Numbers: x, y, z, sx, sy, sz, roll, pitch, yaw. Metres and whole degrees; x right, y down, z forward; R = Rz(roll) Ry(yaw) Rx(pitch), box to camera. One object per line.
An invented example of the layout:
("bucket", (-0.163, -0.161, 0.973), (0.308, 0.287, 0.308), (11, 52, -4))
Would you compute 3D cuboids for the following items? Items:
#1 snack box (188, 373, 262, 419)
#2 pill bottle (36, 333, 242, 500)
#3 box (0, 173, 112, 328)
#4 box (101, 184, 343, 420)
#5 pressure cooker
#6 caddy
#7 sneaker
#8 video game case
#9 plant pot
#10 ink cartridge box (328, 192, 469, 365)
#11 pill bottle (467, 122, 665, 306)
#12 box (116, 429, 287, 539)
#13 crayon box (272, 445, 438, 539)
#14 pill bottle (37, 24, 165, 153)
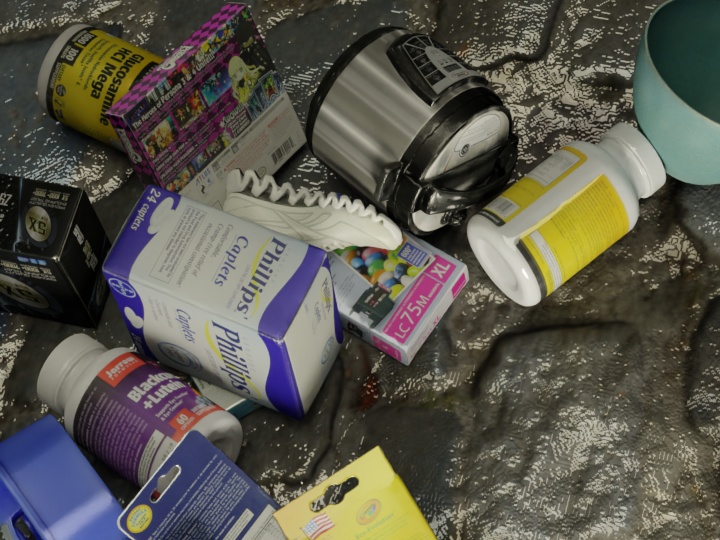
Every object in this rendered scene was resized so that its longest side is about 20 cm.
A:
("snack box", (-0.145, 0.054, 1.809), (0.115, 0.037, 0.201), (-28, 64, -9))
("pill bottle", (-0.225, 0.147, 1.728), (0.199, 0.112, 0.112), (30, 70, 23))
("box", (-0.373, -0.027, 1.807), (0.198, 0.164, 0.087), (11, 65, 11))
("box", (-0.130, 0.034, 1.693), (0.198, 0.184, 0.106), (20, 65, 16))
("pressure cooker", (0.064, -0.137, 1.806), (0.200, 0.179, 0.176), (40, 85, 24))
("caddy", (-0.295, 0.241, 1.677), (0.105, 0.142, 0.200), (-34, 64, -16))
("sneaker", (-0.052, -0.044, 1.793), (0.198, 0.075, 0.082), (14, 80, 15))
("video game case", (-0.157, -0.151, 1.818), (0.036, 0.182, 0.200), (13, 49, 42))
("plant pot", (0.364, -0.169, 1.792), (0.198, 0.135, 0.202), (9, 50, -11))
("ink cartridge box", (0.000, 0.000, 1.820), (0.199, 0.042, 0.120), (29, 70, 21))
("pill bottle", (0.216, -0.063, 1.783), (0.199, 0.112, 0.112), (-37, 65, -12))
("box", (-0.130, 0.257, 1.647), (0.200, 0.032, 0.121), (45, 71, -17))
("crayon box", (0.018, 0.284, 1.636), (0.126, 0.051, 0.201), (-30, 83, -9))
("pill bottle", (-0.247, -0.186, 1.899), (0.198, 0.113, 0.113), (24, 68, 18))
